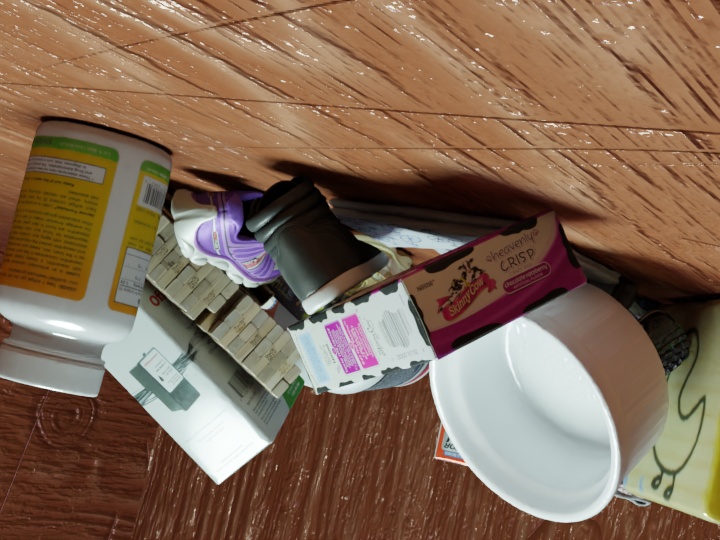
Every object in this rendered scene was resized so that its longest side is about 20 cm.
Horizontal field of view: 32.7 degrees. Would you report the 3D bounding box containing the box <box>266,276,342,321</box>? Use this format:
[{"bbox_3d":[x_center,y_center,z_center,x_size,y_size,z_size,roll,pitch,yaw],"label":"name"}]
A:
[{"bbox_3d":[-0.057,0.019,1.266,0.200,0.035,0.110,42,-170,31],"label":"box"}]

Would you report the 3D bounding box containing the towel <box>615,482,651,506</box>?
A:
[{"bbox_3d":[0.232,0.143,1.262,0.032,0.192,0.200,-31,149,23],"label":"towel"}]

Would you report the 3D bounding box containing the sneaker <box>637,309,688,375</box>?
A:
[{"bbox_3d":[0.229,0.075,1.121,0.078,0.086,0.200,-22,167,-19],"label":"sneaker"}]

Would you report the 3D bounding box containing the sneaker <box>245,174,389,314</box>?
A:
[{"bbox_3d":[-0.034,-0.028,0.968,0.071,0.099,0.200,-32,180,7],"label":"sneaker"}]

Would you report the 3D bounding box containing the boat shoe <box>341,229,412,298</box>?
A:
[{"bbox_3d":[0.000,0.000,1.227,0.074,0.067,0.200,10,174,26],"label":"boat shoe"}]

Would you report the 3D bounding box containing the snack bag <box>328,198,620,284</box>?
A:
[{"bbox_3d":[0.096,-0.021,1.028,0.188,0.022,0.200,9,173,36],"label":"snack bag"}]

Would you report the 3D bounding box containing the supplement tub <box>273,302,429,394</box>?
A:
[{"bbox_3d":[0.001,0.069,1.414,0.140,0.141,0.200,10,-177,27],"label":"supplement tub"}]

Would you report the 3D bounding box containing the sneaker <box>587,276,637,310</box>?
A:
[{"bbox_3d":[0.163,0.028,1.119,0.200,0.074,0.079,-5,135,50],"label":"sneaker"}]

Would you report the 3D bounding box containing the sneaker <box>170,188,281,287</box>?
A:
[{"bbox_3d":[-0.092,-0.031,1.112,0.083,0.081,0.200,-8,173,20],"label":"sneaker"}]

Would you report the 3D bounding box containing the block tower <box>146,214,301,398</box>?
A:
[{"bbox_3d":[-0.138,0.033,1.167,0.200,0.054,0.058,45,169,-16],"label":"block tower"}]

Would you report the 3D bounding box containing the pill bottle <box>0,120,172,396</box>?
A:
[{"bbox_3d":[-0.224,-0.007,0.968,0.110,0.201,0.111,13,175,1],"label":"pill bottle"}]

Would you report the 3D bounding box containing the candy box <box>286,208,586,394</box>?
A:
[{"bbox_3d":[0.048,0.026,0.885,0.136,0.061,0.200,-24,179,-28],"label":"candy box"}]

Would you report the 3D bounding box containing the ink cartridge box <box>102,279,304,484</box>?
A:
[{"bbox_3d":[-0.164,0.091,1.234,0.200,0.083,0.147,48,-158,-7],"label":"ink cartridge box"}]

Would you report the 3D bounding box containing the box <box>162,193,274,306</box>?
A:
[{"bbox_3d":[-0.164,-0.020,1.267,0.163,0.021,0.200,43,170,-6],"label":"box"}]

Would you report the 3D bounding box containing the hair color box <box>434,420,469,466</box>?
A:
[{"bbox_3d":[0.136,0.108,1.307,0.064,0.201,0.111,11,175,16],"label":"hair color box"}]

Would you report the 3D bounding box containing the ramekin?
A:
[{"bbox_3d":[0.162,0.102,1.041,0.098,0.202,0.200,-29,-156,-37],"label":"ramekin"}]

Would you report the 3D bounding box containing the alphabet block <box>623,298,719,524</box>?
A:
[{"bbox_3d":[0.372,0.137,1.099,0.195,0.197,0.200,12,174,-7],"label":"alphabet block"}]

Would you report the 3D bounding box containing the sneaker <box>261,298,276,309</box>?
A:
[{"bbox_3d":[-0.128,-0.007,1.522,0.085,0.077,0.200,24,166,-9],"label":"sneaker"}]

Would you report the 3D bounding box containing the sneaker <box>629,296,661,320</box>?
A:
[{"bbox_3d":[0.278,0.070,1.236,0.199,0.077,0.076,18,175,-18],"label":"sneaker"}]
